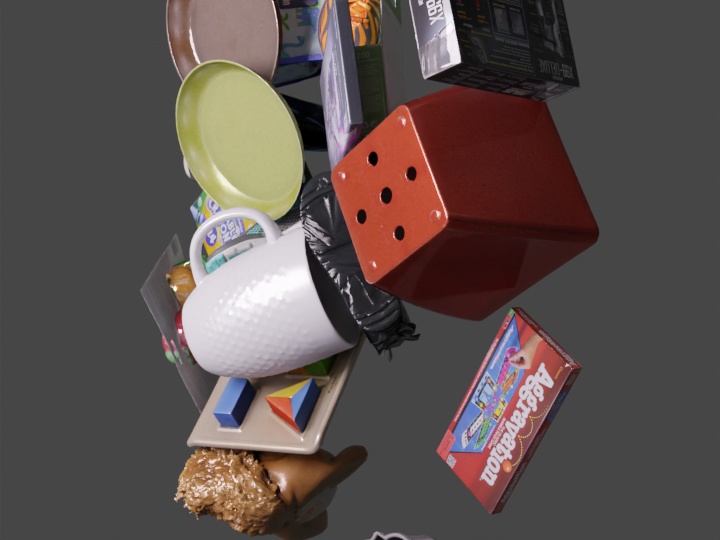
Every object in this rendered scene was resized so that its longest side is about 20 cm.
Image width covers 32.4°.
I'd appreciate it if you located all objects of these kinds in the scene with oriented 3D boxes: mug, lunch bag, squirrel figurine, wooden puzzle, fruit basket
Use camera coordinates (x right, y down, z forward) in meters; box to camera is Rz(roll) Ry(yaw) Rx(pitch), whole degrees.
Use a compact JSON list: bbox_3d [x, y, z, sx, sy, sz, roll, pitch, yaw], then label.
[{"bbox_3d":[-0.119,0.024,1.423,0.174,0.148,0.201,-21,102,14],"label":"mug"},{"bbox_3d":[-0.095,-0.324,1.527,0.199,0.127,0.172,-6,88,35],"label":"lunch bag"},{"bbox_3d":[-0.129,0.232,1.514,0.187,0.199,0.142,45,128,28],"label":"squirrel figurine"},{"bbox_3d":[-0.103,0.131,1.480,0.198,0.046,0.186,-4,45,32],"label":"wooden puzzle"},{"bbox_3d":[-0.230,0.069,1.610,0.093,0.200,0.186,-17,110,16],"label":"fruit basket"}]

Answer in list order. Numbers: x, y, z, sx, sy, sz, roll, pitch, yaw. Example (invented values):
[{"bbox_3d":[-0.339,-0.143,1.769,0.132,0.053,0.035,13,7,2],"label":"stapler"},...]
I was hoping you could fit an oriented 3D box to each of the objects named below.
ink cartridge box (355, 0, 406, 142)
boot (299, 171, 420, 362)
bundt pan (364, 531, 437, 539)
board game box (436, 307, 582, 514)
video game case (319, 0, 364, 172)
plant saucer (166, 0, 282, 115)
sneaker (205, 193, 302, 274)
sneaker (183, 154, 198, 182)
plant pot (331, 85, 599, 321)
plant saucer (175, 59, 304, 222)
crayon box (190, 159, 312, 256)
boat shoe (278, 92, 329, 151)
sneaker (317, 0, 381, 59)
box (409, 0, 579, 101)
[{"bbox_3d":[0.020,-0.234,1.376,0.047,0.145,0.202,-6,86,11],"label":"ink cartridge box"},{"bbox_3d":[0.001,-0.001,1.382,0.073,0.162,0.200,-26,77,2],"label":"boot"},{"bbox_3d":[0.066,0.388,1.383,0.201,0.075,0.204,1,91,50],"label":"bundt pan"},{"bbox_3d":[0.155,0.150,1.319,0.103,0.019,0.201,46,123,37],"label":"board game box"},{"bbox_3d":[-0.022,-0.184,1.328,0.200,0.019,0.144,112,152,-72],"label":"video game case"},{"bbox_3d":[-0.158,-0.287,1.475,0.199,0.032,0.202,14,111,40],"label":"plant saucer"},{"bbox_3d":[-0.096,-0.044,1.514,0.092,0.198,0.078,-110,-2,-49],"label":"sneaker"},{"bbox_3d":[-0.187,-0.190,1.637,0.094,0.070,0.201,118,164,-63],"label":"sneaker"},{"bbox_3d":[0.088,-0.074,1.271,0.200,0.175,0.201,-39,62,43],"label":"plant pot"},{"bbox_3d":[-0.137,-0.155,1.462,0.199,0.031,0.202,20,125,31],"label":"plant saucer"},{"bbox_3d":[-0.143,-0.089,1.635,0.200,0.051,0.126,-46,58,39],"label":"crayon box"},{"bbox_3d":[-0.111,-0.187,1.520,0.198,0.069,0.085,4,109,21],"label":"boat shoe"},{"bbox_3d":[-0.009,-0.322,1.405,0.112,0.077,0.202,105,171,-89],"label":"sneaker"},{"bbox_3d":[0.128,-0.255,1.203,0.050,0.199,0.159,-18,78,41],"label":"box"}]
